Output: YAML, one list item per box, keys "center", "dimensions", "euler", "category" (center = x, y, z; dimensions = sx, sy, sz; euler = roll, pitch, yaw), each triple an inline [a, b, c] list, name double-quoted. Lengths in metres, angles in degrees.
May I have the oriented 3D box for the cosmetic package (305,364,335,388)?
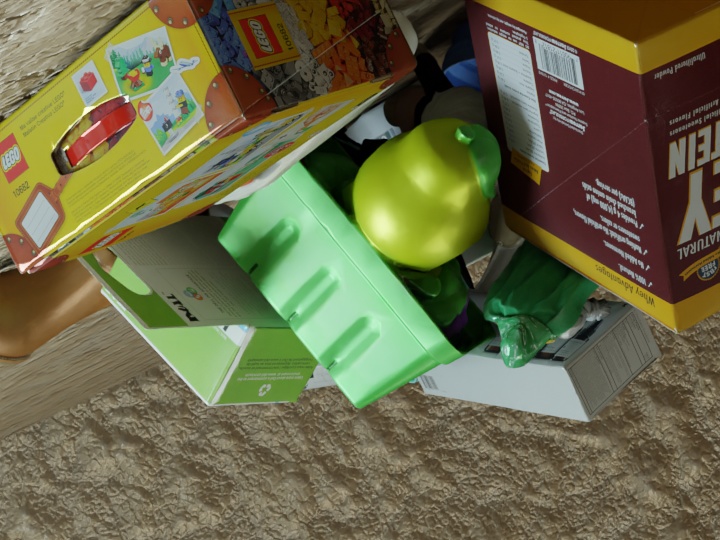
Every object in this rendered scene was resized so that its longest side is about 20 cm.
- center: [-0.007, 0.070, 1.583]
  dimensions: [0.197, 0.051, 0.083]
  euler: [-9, 166, 0]
  category: "cosmetic package"

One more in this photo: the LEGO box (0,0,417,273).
- center: [-0.092, -0.086, 0.936]
  dimensions: [0.199, 0.078, 0.148]
  euler: [-30, 176, 40]
  category: "LEGO box"

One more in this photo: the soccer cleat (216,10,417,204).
- center: [-0.046, -0.104, 1.154]
  dimensions: [0.199, 0.070, 0.078]
  euler: [-31, 179, 13]
  category: "soccer cleat"

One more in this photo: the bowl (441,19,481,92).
- center: [0.162, -0.161, 1.371]
  dimensions: [0.198, 0.040, 0.201]
  euler: [6, 172, 1]
  category: "bowl"

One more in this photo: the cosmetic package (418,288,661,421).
- center: [0.122, 0.058, 1.292]
  dimensions: [0.082, 0.051, 0.199]
  euler: [-36, -159, -27]
  category: "cosmetic package"

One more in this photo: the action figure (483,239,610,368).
- center: [0.140, 0.007, 1.214]
  dimensions: [0.117, 0.055, 0.200]
  euler: [9, -148, 27]
  category: "action figure"

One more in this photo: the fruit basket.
- center: [0.026, -0.031, 1.220]
  dimensions: [0.214, 0.217, 0.155]
  euler: [-28, 176, 16]
  category: "fruit basket"

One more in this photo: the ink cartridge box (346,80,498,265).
- center: [0.028, -0.060, 1.560]
  dimensions: [0.199, 0.162, 0.050]
  euler: [-29, 179, 29]
  category: "ink cartridge box"

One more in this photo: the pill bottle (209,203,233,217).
- center: [-0.137, -0.001, 1.574]
  dimensions: [0.112, 0.114, 0.200]
  euler: [-27, 177, 0]
  category: "pill bottle"

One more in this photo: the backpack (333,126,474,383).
- center: [0.000, 0.000, 1.424]
  dimensions: [0.154, 0.200, 0.175]
  euler: [-48, -146, -12]
  category: "backpack"

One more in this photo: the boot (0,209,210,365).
- center: [-0.216, -0.004, 1.360]
  dimensions: [0.154, 0.074, 0.200]
  euler: [-34, 178, 28]
  category: "boot"

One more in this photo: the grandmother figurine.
- center: [0.061, -0.114, 1.332]
  dimensions: [0.060, 0.122, 0.200]
  euler: [-25, -170, -7]
  category: "grandmother figurine"

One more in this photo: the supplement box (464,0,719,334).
- center: [0.185, -0.105, 1.136]
  dimensions: [0.132, 0.202, 0.197]
  euler: [-26, -148, -20]
  category: "supplement box"

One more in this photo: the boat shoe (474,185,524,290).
- center: [0.139, -0.047, 1.451]
  dimensions: [0.201, 0.068, 0.075]
  euler: [-55, 180, 18]
  category: "boat shoe"

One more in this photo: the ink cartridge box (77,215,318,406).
- center: [-0.138, 0.027, 1.274]
  dimensions: [0.199, 0.148, 0.076]
  euler: [1, 125, -51]
  category: "ink cartridge box"
